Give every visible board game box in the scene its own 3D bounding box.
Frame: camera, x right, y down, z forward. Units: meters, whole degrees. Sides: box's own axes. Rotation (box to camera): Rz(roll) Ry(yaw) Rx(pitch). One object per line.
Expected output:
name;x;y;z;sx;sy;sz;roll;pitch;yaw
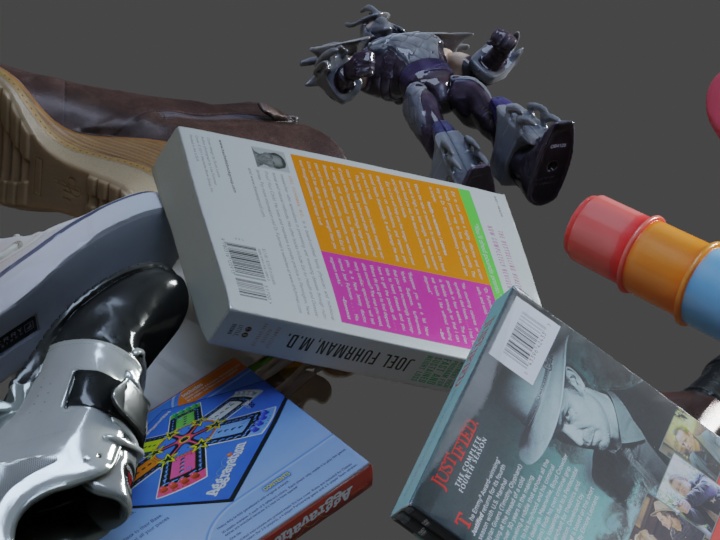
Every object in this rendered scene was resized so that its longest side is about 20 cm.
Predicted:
board game box;-0.101;0.121;1.298;0.200;0.019;0.103;-32;53;-30

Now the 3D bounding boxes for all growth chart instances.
growth chart;-0.080;0.039;1.419;0.200;0.018;0.145;-25;49;-34

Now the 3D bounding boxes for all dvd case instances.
dvd case;0.122;0.116;1.261;0.200;0.022;0.146;36;50;-11

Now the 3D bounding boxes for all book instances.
book;0.000;0.000;1.399;0.200;0.048;0.134;14;38;-30

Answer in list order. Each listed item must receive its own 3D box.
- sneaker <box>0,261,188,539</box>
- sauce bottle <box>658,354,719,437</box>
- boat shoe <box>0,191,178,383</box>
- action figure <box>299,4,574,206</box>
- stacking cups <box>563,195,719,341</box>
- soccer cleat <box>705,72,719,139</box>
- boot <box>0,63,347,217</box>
sneaker;-0.128;0.081;1.277;0.088;0.074;0.200;25;58;25
sauce bottle;0.138;0.101;1.336;0.066;0.066;0.200;29;45;25
boat shoe;-0.180;0.010;1.382;0.200;0.071;0.070;-35;55;-24
action figure;0.046;-0.103;1.577;0.130;0.069;0.200;-17;41;-20
stacking cups;0.201;0.013;1.458;0.200;0.061;0.061;29;44;25
soccer cleat;0.296;-0.067;1.585;0.200;0.067;0.076;22;10;27
boot;-0.126;-0.073;1.534;0.200;0.072;0.166;31;30;35
